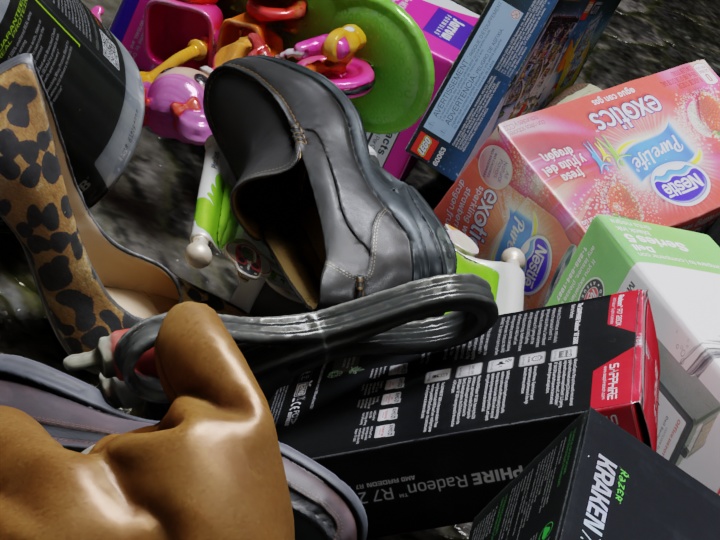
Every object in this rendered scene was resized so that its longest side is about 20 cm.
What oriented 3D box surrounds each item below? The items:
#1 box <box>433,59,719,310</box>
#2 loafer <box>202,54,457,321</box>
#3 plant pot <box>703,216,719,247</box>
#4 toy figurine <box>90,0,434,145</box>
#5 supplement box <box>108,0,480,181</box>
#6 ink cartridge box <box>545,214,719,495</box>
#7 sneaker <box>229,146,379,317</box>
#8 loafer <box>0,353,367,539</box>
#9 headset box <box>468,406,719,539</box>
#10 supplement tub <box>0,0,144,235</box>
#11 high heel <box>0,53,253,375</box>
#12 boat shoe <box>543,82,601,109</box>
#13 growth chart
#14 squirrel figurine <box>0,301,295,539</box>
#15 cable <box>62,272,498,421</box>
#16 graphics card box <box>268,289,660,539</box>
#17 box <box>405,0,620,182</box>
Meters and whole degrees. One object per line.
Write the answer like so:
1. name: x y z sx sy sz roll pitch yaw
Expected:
1. box: 0.141 -0.036 1.599 0.200 0.103 0.095 -19 65 -47
2. loafer: -0.032 -0.043 1.375 0.072 0.073 0.200 -4 35 -34
3. plant pot: 0.285 0.047 1.563 0.199 0.178 0.200 8 31 -32
4. toy figurine: -0.090 -0.101 1.556 0.199 0.151 0.184 20 32 28
5. supplement box: -0.039 -0.143 1.719 0.199 0.104 0.101 28 25 2
6. ink cartridge box: 0.158 0.090 1.390 0.084 0.146 0.200 11 28 -34
7. sneaker: 0.000 0.000 1.520 0.099 0.071 0.200 30 29 1
8. loafer: -0.097 0.098 1.230 0.199 0.072 0.063 19 39 16
9. headset box: 0.134 0.187 1.160 0.200 0.093 0.174 35 38 -10
10. supplement tub: -0.200 -0.112 1.384 0.123 0.123 0.200 45 -1 37
11. high heel: -0.115 -0.024 1.360 0.199 0.143 0.071 12 28 -27
12. boat shoe: 0.121 -0.049 1.731 0.075 0.075 0.202 36 37 10
13. growth chart: 0.001 -0.009 1.444 0.199 0.018 0.145 22 29 -16
14. squirrel figurine: -0.114 0.133 1.046 0.186 0.142 0.200 -10 47 -27
15. cable: -0.039 0.026 1.281 0.199 0.097 0.050 -23 53 -5
16. graphics card box: 0.039 0.070 1.307 0.199 0.051 0.126 -10 23 11
17. box: 0.099 -0.126 1.722 0.038 0.137 0.200 31 12 11
